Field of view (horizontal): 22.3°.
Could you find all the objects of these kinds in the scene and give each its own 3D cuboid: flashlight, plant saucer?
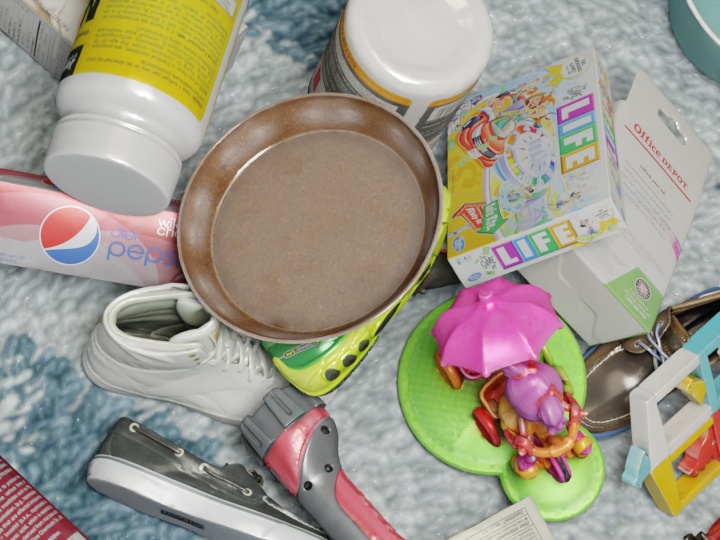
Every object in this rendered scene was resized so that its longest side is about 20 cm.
[{"bbox_3d":[-0.002,0.170,1.335,0.200,0.068,0.068,44,35,17],"label":"flashlight"},{"bbox_3d":[-0.034,-0.034,1.329,0.199,0.035,0.201,-6,64,12],"label":"plant saucer"}]

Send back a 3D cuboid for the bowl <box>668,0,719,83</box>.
[{"bbox_3d":[0.350,-0.235,1.594,0.200,0.105,0.202,4,70,-12],"label":"bowl"}]

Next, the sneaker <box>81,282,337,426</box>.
[{"bbox_3d":[-0.103,0.064,1.368,0.199,0.116,0.074,7,67,-13],"label":"sneaker"}]

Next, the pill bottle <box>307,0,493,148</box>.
[{"bbox_3d":[0.022,-0.146,1.426,0.116,0.200,0.117,6,68,-14],"label":"pill bottle"}]

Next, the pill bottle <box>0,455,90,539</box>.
[{"bbox_3d":[-0.276,0.185,1.281,0.200,0.113,0.113,43,67,3],"label":"pill bottle"}]

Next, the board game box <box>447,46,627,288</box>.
[{"bbox_3d":[0.135,-0.084,1.436,0.134,0.034,0.200,-21,36,19],"label":"board game box"}]

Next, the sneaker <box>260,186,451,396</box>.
[{"bbox_3d":[0.000,0.000,1.362,0.083,0.074,0.200,36,65,8],"label":"sneaker"}]

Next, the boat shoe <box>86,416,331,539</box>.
[{"bbox_3d":[-0.103,0.167,1.357,0.199,0.069,0.057,23,67,-3],"label":"boat shoe"}]

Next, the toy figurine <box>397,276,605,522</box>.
[{"bbox_3d":[0.113,0.085,1.356,0.150,0.184,0.200,-31,75,-6],"label":"toy figurine"}]

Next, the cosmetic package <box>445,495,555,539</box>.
[{"bbox_3d":[0.126,0.283,1.370,0.103,0.073,0.200,-24,78,-20],"label":"cosmetic package"}]

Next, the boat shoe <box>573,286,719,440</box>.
[{"bbox_3d":[0.243,0.064,1.477,0.200,0.072,0.072,-34,82,-22],"label":"boat shoe"}]

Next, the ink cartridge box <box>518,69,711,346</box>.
[{"bbox_3d":[0.206,-0.053,1.482,0.117,0.067,0.200,46,51,-24],"label":"ink cartridge box"}]

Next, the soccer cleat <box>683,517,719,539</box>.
[{"bbox_3d":[0.324,0.212,1.453,0.200,0.069,0.085,-37,92,-19],"label":"soccer cleat"}]

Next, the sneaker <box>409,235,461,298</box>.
[{"bbox_3d":[0.009,0.007,1.454,0.199,0.077,0.082,3,97,-12],"label":"sneaker"}]

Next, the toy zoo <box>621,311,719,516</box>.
[{"bbox_3d":[0.276,0.106,1.451,0.200,0.131,0.020,-39,41,-22],"label":"toy zoo"}]

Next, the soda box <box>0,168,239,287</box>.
[{"bbox_3d":[-0.190,-0.028,1.392,0.199,0.070,0.064,9,99,-11],"label":"soda box"}]

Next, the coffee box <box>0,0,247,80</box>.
[{"bbox_3d":[-0.205,-0.207,1.457,0.200,0.080,0.114,42,66,3],"label":"coffee box"}]

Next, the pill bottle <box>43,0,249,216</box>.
[{"bbox_3d":[-0.157,-0.149,1.343,0.114,0.114,0.201,19,67,-7],"label":"pill bottle"}]
